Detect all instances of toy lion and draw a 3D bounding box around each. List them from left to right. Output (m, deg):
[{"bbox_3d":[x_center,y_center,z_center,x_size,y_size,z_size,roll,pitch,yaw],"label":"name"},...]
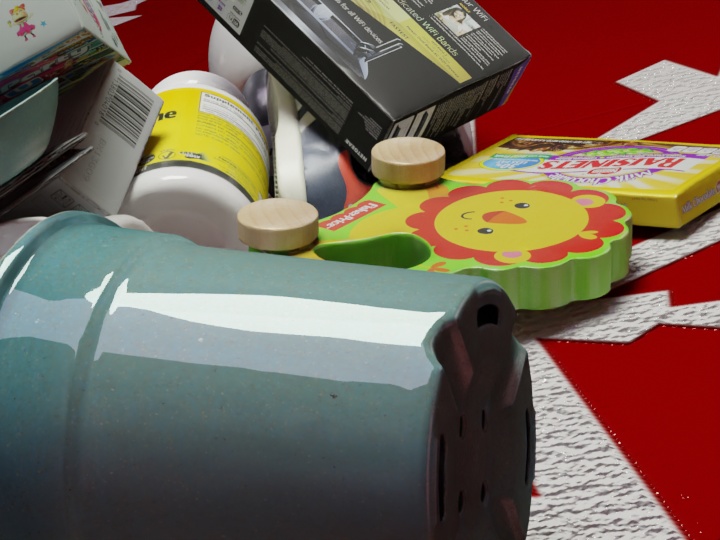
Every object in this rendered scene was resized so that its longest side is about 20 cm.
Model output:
[{"bbox_3d":[0.055,-0.014,1.105,0.191,0.069,0.199,17,31,37],"label":"toy lion"}]

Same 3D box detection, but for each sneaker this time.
[{"bbox_3d":[-0.023,-0.110,1.329,0.084,0.075,0.201,-3,56,-5],"label":"sneaker"}]

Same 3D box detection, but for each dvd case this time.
[{"bbox_3d":[-0.263,-0.013,1.101,0.148,0.016,0.200,-20,16,44],"label":"dvd case"}]

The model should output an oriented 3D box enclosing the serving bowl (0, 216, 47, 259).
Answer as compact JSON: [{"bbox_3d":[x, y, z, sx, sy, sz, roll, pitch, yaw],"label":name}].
[{"bbox_3d":[-0.200,0.071,1.032,0.199,0.066,0.201,-21,46,24],"label":"serving bowl"}]

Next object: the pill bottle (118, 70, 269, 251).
[{"bbox_3d":[-0.119,-0.059,1.293,0.111,0.113,0.200,-14,29,6],"label":"pill bottle"}]

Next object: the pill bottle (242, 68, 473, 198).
[{"bbox_3d":[-0.021,-0.113,1.426,0.198,0.107,0.106,-14,18,8],"label":"pill bottle"}]

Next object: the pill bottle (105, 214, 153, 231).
[{"bbox_3d":[-0.221,0.032,1.167,0.198,0.112,0.111,-7,20,24],"label":"pill bottle"}]

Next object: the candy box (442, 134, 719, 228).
[{"bbox_3d":[0.153,-0.061,1.234,0.199,0.027,0.102,6,27,41],"label":"candy box"}]

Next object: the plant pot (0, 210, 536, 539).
[{"bbox_3d":[-0.038,0.075,0.788,0.194,0.202,0.200,0,23,22],"label":"plant pot"}]

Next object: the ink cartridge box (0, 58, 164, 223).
[{"bbox_3d":[-0.221,-0.050,1.249,0.199,0.050,0.110,-29,33,42],"label":"ink cartridge box"}]

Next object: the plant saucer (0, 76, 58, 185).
[{"bbox_3d":[-0.254,-0.048,1.092,0.199,0.036,0.200,-29,12,7],"label":"plant saucer"}]

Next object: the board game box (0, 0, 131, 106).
[{"bbox_3d":[-0.235,-0.135,1.182,0.147,0.065,0.200,-27,-1,2],"label":"board game box"}]

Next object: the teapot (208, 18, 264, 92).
[{"bbox_3d":[-0.041,-0.203,1.540,0.198,0.147,0.198,-13,-21,6],"label":"teapot"}]

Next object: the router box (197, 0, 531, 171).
[{"bbox_3d":[-0.002,-0.176,1.314,0.157,0.052,0.200,-27,66,-42],"label":"router box"}]
